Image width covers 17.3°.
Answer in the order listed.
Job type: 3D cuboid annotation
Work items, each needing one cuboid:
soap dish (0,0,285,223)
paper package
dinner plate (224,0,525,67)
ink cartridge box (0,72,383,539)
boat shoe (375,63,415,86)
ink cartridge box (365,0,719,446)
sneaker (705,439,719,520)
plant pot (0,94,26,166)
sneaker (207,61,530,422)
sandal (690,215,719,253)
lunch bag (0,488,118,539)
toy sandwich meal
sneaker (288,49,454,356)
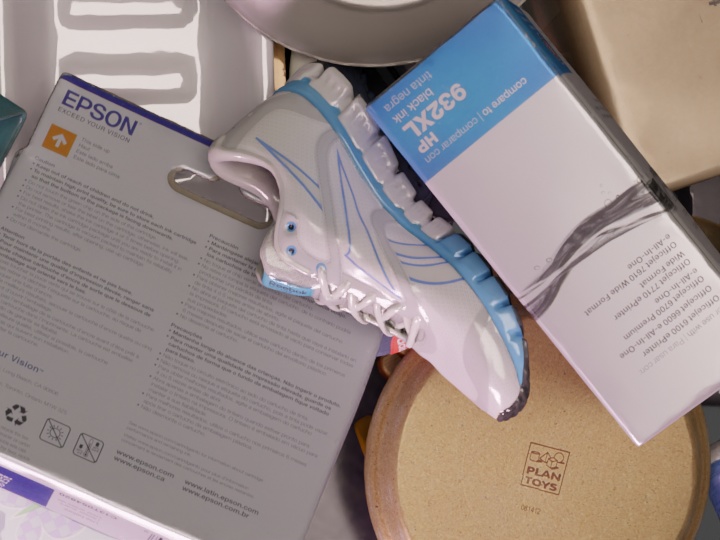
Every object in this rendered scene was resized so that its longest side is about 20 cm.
[{"bbox_3d":[-0.118,-0.096,1.204,0.157,0.081,0.200,-2,89,-10],"label":"soap dish"},{"bbox_3d":[0.185,-0.153,1.248,0.190,0.103,0.200,-17,91,-10],"label":"paper package"},{"bbox_3d":[0.009,-0.193,1.140,0.200,0.024,0.201,-2,112,-4],"label":"dinner plate"},{"bbox_3d":[-0.095,0.031,1.124,0.199,0.041,0.200,25,61,-5],"label":"ink cartridge box"},{"bbox_3d":[0.040,-0.129,1.240,0.066,0.070,0.200,-35,95,-13],"label":"boat shoe"},{"bbox_3d":[0.104,-0.024,1.118,0.084,0.145,0.200,-39,87,8],"label":"ink cartridge box"},{"bbox_3d":[0.249,0.172,1.252,0.200,0.076,0.077,51,37,-3],"label":"sneaker"},{"bbox_3d":[-0.297,-0.068,1.123,0.200,0.141,0.141,38,113,13],"label":"plant pot"},{"bbox_3d":[0.000,0.000,1.113,0.087,0.075,0.200,-32,71,-21],"label":"sneaker"},{"bbox_3d":[0.198,0.013,1.232,0.200,0.054,0.080,-2,78,-18],"label":"sandal"},{"bbox_3d":[-0.149,0.146,1.171,0.200,0.127,0.170,-11,91,-21],"label":"lunch bag"},{"bbox_3d":[0.086,0.095,1.244,0.205,0.070,0.206,0,92,-9],"label":"toy sandwich meal"},{"bbox_3d":[0.006,-0.052,1.217,0.084,0.075,0.200,-3,80,-2],"label":"sneaker"}]
